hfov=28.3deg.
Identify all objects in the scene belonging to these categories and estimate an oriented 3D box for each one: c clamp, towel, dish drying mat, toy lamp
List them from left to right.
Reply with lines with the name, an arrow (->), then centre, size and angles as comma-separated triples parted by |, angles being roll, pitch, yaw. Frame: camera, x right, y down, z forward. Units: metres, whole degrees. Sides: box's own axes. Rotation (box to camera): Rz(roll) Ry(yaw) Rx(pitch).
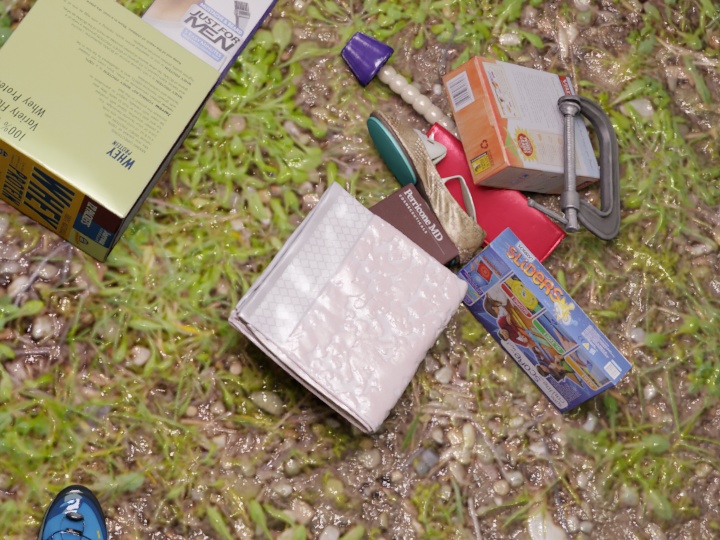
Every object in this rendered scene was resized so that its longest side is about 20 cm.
towel -> -0.008, 0.035, 1.480 | 0.190, 0.032, 0.201 | 38, 65, -4
toy lamp -> 0.062, -0.201, 1.663 | 0.199, 0.058, 0.058 | 40, 63, -1
dish drying mat -> 0.139, -0.078, 1.645 | 0.200, 0.018, 0.077 | 41, 100, -1
c clamp -> 0.254, -0.122, 1.632 | 0.170, 0.027, 0.202 | 33, 52, -37

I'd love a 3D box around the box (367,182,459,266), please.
box -> 0.000, 0.000, 1.560 | 0.199, 0.075, 0.101 | -33, 84, -28

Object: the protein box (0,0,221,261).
protein box -> -0.288, -0.159, 1.480 | 0.197, 0.135, 0.201 | 33, 63, -6

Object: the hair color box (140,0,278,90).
hair color box -> -0.169, -0.294, 1.612 | 0.109, 0.065, 0.201 | 33, 62, -5

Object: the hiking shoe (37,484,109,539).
hiking shoe -> -0.272, 0.300, 1.346 | 0.073, 0.087, 0.202 | 8, 68, -16

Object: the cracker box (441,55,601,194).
cracker box -> 0.189, -0.163, 1.646 | 0.199, 0.057, 0.135 | 2, 67, -49

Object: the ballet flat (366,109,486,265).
ballet flat -> 0.079, -0.103, 1.614 | 0.065, 0.070, 0.201 | -32, 99, -15

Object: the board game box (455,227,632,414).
board game box -> 0.193, 0.059, 1.570 | 0.034, 0.135, 0.200 | -41, 88, -26
